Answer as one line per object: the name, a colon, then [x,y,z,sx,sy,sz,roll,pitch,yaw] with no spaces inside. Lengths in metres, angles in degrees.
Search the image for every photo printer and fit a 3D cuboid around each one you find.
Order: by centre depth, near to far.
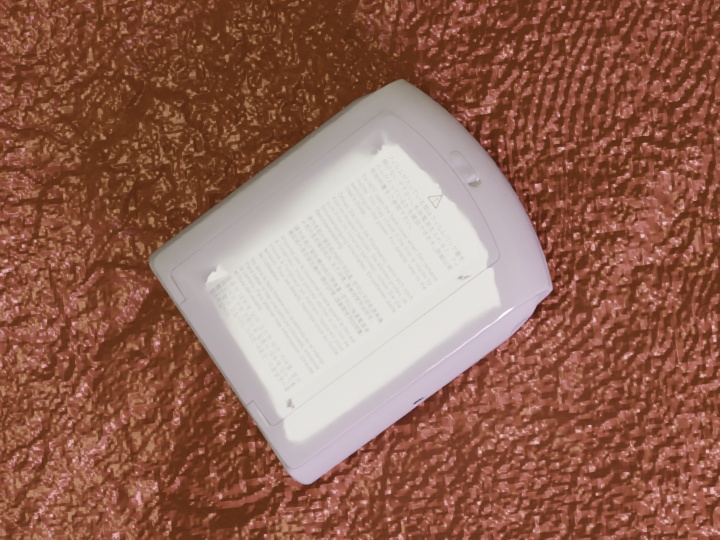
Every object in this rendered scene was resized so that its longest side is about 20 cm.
photo printer: [0.000,0.000,1.454,0.200,0.069,0.167,-37,80,6]
